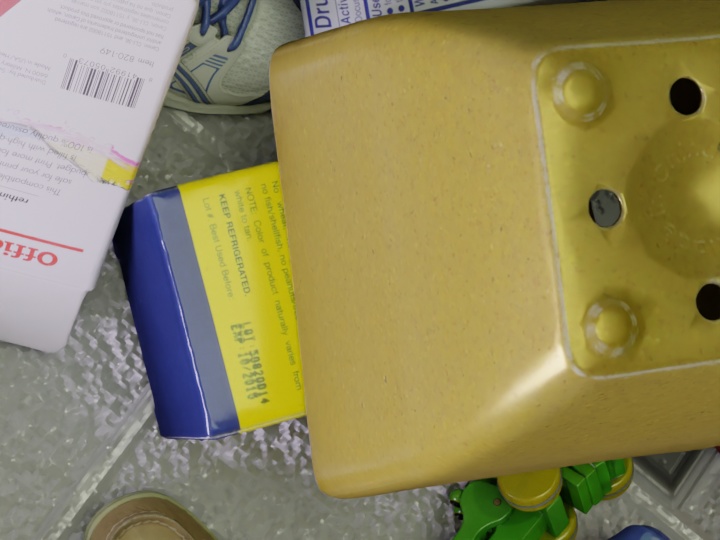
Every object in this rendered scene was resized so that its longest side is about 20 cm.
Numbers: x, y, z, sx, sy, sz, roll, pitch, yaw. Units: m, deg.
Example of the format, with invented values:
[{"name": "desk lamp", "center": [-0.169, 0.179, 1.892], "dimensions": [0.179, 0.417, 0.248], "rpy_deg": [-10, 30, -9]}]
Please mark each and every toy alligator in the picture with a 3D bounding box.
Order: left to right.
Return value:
[{"name": "toy alligator", "center": [0.071, 0.108, 0.968], "dimensions": [0.200, 0.059, 0.054], "rpy_deg": [-41, 55, -14]}]

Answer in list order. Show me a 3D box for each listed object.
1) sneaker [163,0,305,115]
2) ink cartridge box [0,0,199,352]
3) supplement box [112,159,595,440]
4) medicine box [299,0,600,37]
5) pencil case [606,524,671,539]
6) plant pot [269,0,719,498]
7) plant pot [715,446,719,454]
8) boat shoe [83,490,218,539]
[{"name": "sneaker", "center": [-0.098, -0.124, 0.914], "dimensions": [0.199, 0.088, 0.076], "rpy_deg": [15, 79, -17]}, {"name": "ink cartridge box", "center": [-0.152, -0.067, 0.872], "dimensions": [0.116, 0.068, 0.200], "rpy_deg": [16, 125, -14]}, {"name": "supplement box", "center": [0.000, 0.000, 0.922], "dimensions": [0.199, 0.109, 0.109], "rpy_deg": [-14, 90, -17]}, {"name": "medicine box", "center": [0.066, -0.203, 0.912], "dimensions": [0.199, 0.103, 0.183], "rpy_deg": [-10, 88, 24]}, {"name": "pencil case", "center": [0.079, 0.201, 0.947], "dimensions": [0.200, 0.087, 0.078], "rpy_deg": [-31, 57, -17]}, {"name": "plant pot", "center": [0.091, -0.017, 0.790], "dimensions": [0.195, 0.200, 0.195], "rpy_deg": [-6, 87, -18]}, {"name": "plant pot", "center": [0.276, 0.042, 0.970], "dimensions": [0.201, 0.201, 0.195], "rpy_deg": [44, 83, -9]}, {"name": "boat shoe", "center": [-0.061, 0.192, 0.912], "dimensions": [0.073, 0.063, 0.201], "rpy_deg": [-23, 93, -17]}]
